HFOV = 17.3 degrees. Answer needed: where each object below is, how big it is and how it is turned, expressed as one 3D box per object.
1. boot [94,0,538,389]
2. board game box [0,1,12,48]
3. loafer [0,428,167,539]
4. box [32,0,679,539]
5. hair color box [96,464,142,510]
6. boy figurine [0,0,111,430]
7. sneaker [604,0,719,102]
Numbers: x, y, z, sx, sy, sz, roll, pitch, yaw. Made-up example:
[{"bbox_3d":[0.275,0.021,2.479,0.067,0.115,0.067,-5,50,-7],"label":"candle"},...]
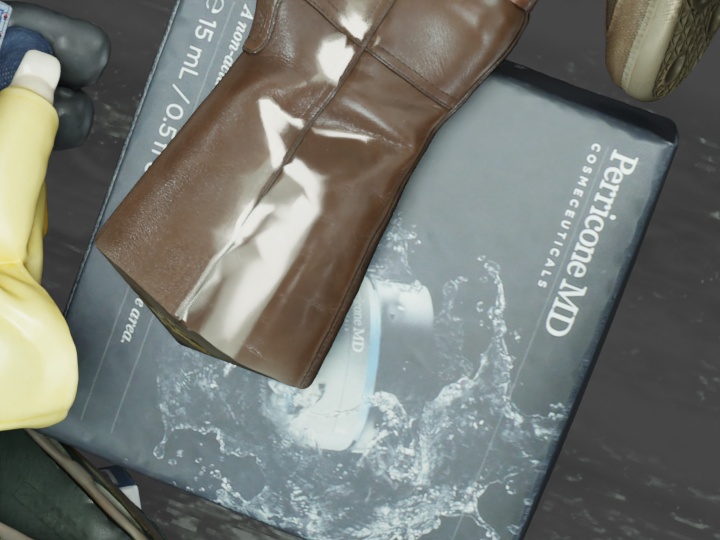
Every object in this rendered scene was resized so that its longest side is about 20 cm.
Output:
[{"bbox_3d":[-0.052,-0.075,0.856,0.186,0.064,0.200,35,102,6],"label":"boot"},{"bbox_3d":[-0.196,-0.023,0.852,0.062,0.200,0.200,18,101,-25],"label":"board game box"},{"bbox_3d":[-0.154,0.068,0.933,0.200,0.063,0.072,35,71,6],"label":"loafer"},{"bbox_3d":[0.000,0.000,0.942,0.200,0.117,0.197,21,98,4],"label":"box"},{"bbox_3d":[-0.184,0.151,0.981,0.200,0.061,0.100,-11,95,-11],"label":"hair color box"},{"bbox_3d":[-0.130,-0.021,0.877,0.064,0.200,0.124,11,127,-12],"label":"boy figurine"},{"bbox_3d":[0.123,-0.169,0.941,0.075,0.070,0.200,20,95,23],"label":"sneaker"}]
